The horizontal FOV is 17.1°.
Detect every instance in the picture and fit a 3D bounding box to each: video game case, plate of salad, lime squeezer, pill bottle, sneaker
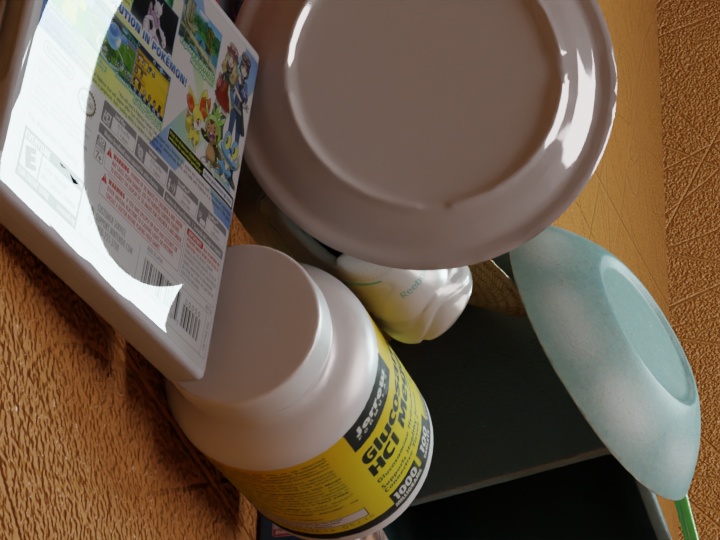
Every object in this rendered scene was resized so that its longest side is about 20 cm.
[{"bbox_3d":[-0.108,-0.072,1.094,0.200,0.022,0.183,49,43,-53],"label":"video game case"},{"bbox_3d":[0.031,-0.096,1.229,0.048,0.200,0.200,101,-14,-78],"label":"plate of salad"},{"bbox_3d":[0.200,0.111,1.651,0.200,0.038,0.071,-109,-154,-53],"label":"lime squeezer"},{"bbox_3d":[-0.035,0.063,1.247,0.200,0.112,0.113,56,30,-63],"label":"pill bottle"},{"bbox_3d":[-0.019,-0.033,1.300,0.070,0.200,0.080,-53,131,-3],"label":"sneaker"}]

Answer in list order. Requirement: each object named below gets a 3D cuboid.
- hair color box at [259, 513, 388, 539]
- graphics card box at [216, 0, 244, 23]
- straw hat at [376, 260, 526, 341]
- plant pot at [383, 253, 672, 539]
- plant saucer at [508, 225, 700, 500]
[{"bbox_3d":[-0.019,0.233,1.357,0.100,0.060,0.200,64,22,-57],"label":"hair color box"},{"bbox_3d":[-0.077,-0.129,1.300,0.200,0.051,0.126,-36,118,-76],"label":"graphics card box"},{"bbox_3d":[0.000,0.000,1.477,0.085,0.201,0.201,-53,155,-10],"label":"straw hat"},{"bbox_3d":[0.083,0.093,1.606,0.196,0.196,0.200,62,15,-58],"label":"plant pot"},{"bbox_3d":[0.163,0.046,1.486,0.201,0.039,0.201,49,20,-25],"label":"plant saucer"}]
